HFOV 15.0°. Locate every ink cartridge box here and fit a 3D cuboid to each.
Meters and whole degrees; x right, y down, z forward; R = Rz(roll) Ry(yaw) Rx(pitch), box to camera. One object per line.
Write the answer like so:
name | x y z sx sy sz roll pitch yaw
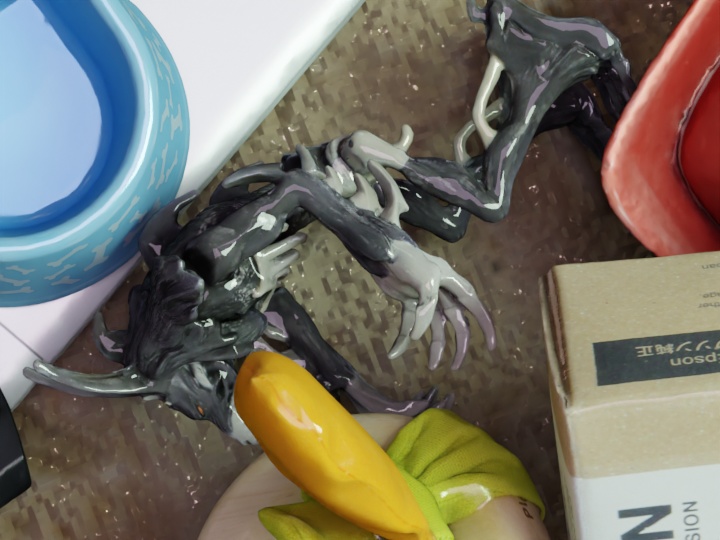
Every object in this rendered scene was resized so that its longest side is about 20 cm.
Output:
ink cartridge box | 0.144 0.090 0.787 0.164 0.075 0.200 -8 123 4

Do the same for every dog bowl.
dog bowl | -0.134 -0.082 0.835 0.111 0.050 0.200 -36 89 -7

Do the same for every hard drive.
hard drive | -0.096 -0.074 0.876 0.132 0.027 0.200 40 83 -1

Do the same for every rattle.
rattle | -0.048 0.116 0.773 0.200 0.143 0.130 -29 78 22

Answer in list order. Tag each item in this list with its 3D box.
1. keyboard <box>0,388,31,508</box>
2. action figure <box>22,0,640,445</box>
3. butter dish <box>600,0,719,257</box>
keyboard | -0.186 0.091 0.800 0.200 0.040 0.104 -36 72 -13
action figure | 0.000 0.000 0.837 0.200 0.119 0.102 -36 85 -12
butter dish | 0.208 -0.042 0.823 0.199 0.148 0.200 39 83 -27
